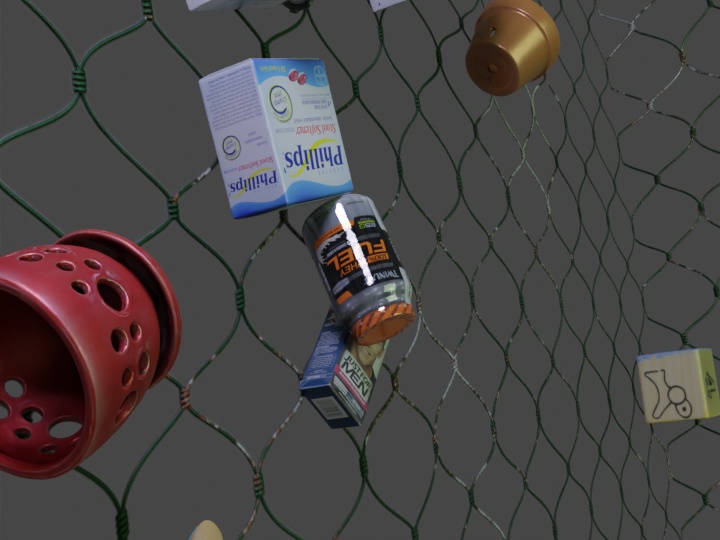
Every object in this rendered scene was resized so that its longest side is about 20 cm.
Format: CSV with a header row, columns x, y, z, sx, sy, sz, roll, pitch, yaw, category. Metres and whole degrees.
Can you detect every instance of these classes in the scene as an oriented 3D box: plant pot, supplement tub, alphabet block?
x,y,z,sx,sy,sz,roll,pitch,yaw,category
-0.285,0.070,0.894,0.182,0.198,0.203,-42,115,-63,plant pot
0.322,-0.481,2.048,0.140,0.198,0.201,-51,124,-32,plant pot
0.000,0.000,1.370,0.122,0.122,0.202,10,50,-56,supplement tub
0.953,0.344,2.775,0.195,0.193,0.204,6,76,-55,alphabet block

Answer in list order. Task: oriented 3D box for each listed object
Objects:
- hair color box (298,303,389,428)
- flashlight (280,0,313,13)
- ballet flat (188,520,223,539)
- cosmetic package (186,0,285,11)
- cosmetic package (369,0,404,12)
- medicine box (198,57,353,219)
x,y,z,sx,sy,sz,roll,pitch,yaw,category
-0.018,0.129,1.420,0.100,0.060,0.202,55,39,-33,hair color box
-0.081,-0.502,1.511,0.068,0.067,0.202,53,41,-33,flashlight
-0.182,0.388,1.073,0.069,0.062,0.202,47,43,-40,ballet flat
-0.126,-0.453,1.299,0.199,0.197,0.125,-30,104,-56,cosmetic package
0.126,-0.588,1.728,0.200,0.197,0.125,-41,115,-54,cosmetic package
-0.115,-0.190,1.325,0.181,0.102,0.203,-20,97,-58,medicine box
